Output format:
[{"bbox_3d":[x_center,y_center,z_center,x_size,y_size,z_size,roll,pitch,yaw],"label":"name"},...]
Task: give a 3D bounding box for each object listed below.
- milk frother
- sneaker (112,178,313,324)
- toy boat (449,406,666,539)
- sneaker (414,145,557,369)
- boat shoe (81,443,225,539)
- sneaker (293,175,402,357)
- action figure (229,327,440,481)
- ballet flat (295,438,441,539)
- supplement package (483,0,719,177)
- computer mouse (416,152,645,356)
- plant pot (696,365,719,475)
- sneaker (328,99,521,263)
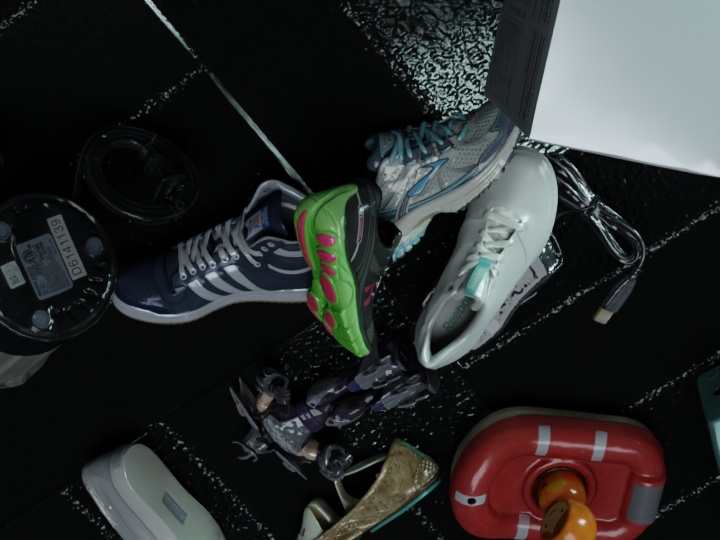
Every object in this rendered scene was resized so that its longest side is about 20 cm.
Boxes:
[{"bbox_3d":[-0.245,-0.013,1.574,0.198,0.183,0.188,-4,168,-25],"label":"milk frother"},{"bbox_3d":[-0.113,-0.017,1.594,0.198,0.071,0.109,-7,148,-5],"label":"sneaker"},{"bbox_3d":[0.179,0.206,1.722,0.198,0.131,0.132,5,121,-5],"label":"toy boat"},{"bbox_3d":[0.103,-0.004,1.579,0.075,0.088,0.202,26,104,5],"label":"sneaker"},{"bbox_3d":[-0.188,0.244,1.774,0.068,0.072,0.200,-14,130,31],"label":"boat shoe"},{"bbox_3d":[0.000,0.000,1.555,0.083,0.077,0.201,-33,151,-18],"label":"sneaker"},{"bbox_3d":[-0.032,0.121,1.702,0.199,0.070,0.130,-29,127,19],"label":"action figure"},{"bbox_3d":[-0.011,0.225,1.777,0.200,0.070,0.065,-42,87,18],"label":"ballet flat"},{"bbox_3d":[0.193,-0.173,1.436,0.150,0.200,0.152,11,102,-8],"label":"supplement package"},{"bbox_3d":[0.151,0.008,1.644,0.140,0.046,0.201,38,105,-2],"label":"computer mouse"},{"bbox_3d":[0.388,0.172,1.709,0.140,0.142,0.201,-27,111,14],"label":"plant pot"},{"bbox_3d":[0.050,-0.086,1.576,0.086,0.078,0.200,41,112,-19],"label":"sneaker"}]
